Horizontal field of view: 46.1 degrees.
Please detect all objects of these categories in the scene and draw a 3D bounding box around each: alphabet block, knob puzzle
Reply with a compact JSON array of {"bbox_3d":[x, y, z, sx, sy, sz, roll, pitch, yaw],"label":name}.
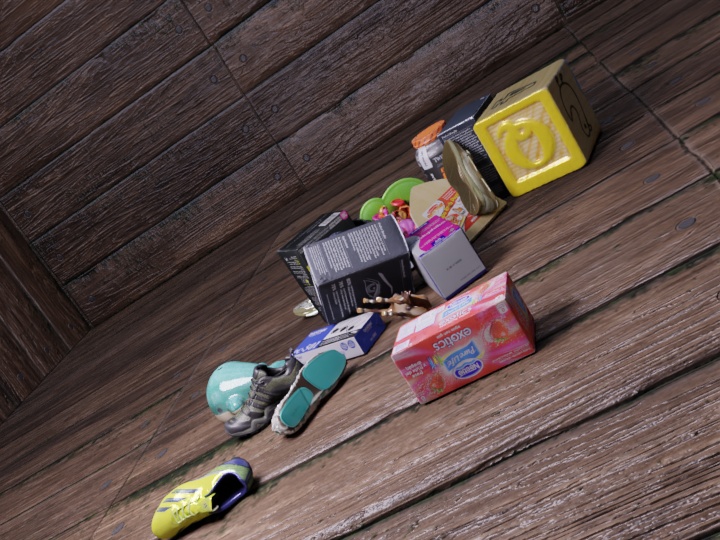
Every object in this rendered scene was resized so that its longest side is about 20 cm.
[{"bbox_3d":[0.394,-0.315,1.872,0.194,0.197,0.201,-25,17,36],"label":"alphabet block"},{"bbox_3d":[0.193,-0.133,1.868,0.214,0.031,0.223,-2,48,2],"label":"knob puzzle"}]

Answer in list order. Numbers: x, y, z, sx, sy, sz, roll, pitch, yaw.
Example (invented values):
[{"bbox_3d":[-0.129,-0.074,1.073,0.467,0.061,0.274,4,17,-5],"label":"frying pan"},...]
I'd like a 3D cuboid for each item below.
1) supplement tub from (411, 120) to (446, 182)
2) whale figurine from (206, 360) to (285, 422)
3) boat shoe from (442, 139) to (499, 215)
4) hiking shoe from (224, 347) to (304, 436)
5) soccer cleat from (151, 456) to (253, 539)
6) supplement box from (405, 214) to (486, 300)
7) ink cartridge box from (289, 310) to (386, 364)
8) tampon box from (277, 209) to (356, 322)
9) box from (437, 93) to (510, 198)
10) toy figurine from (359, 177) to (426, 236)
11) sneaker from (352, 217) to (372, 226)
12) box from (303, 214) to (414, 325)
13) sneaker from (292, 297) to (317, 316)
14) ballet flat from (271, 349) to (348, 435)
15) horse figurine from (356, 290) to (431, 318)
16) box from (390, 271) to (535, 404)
[{"bbox_3d":[0.213,-0.252,2.054,0.121,0.202,0.123,-31,15,9],"label":"supplement tub"},{"bbox_3d":[-0.231,0.225,1.717,0.198,0.105,0.160,-28,15,31],"label":"whale figurine"},{"bbox_3d":[0.239,-0.208,1.865,0.062,0.203,0.074,-9,-38,-21],"label":"boat shoe"},{"bbox_3d":[-0.187,0.231,1.611,0.198,0.102,0.076,-35,14,-3],"label":"hiking shoe"},{"bbox_3d":[-0.262,0.379,1.385,0.198,0.065,0.084,-34,17,2],"label":"soccer cleat"},{"bbox_3d":[0.158,-0.029,1.670,0.100,0.104,0.200,-35,13,-2],"label":"supplement box"},{"bbox_3d":[-0.049,0.144,1.691,0.198,0.045,0.094,-22,17,42],"label":"ink cartridge box"},{"bbox_3d":[-0.057,-0.006,1.874,0.149,0.202,0.126,-40,16,-20],"label":"tampon box"},{"bbox_3d":[0.289,-0.279,1.971,0.106,0.202,0.149,-22,18,36],"label":"box"},{"bbox_3d":[0.114,-0.117,1.963,0.195,0.154,0.184,-10,21,-13],"label":"toy figurine"},{"bbox_3d":[-0.001,-0.082,1.946,0.199,0.090,0.077,-16,47,58],"label":"sneaker"},{"bbox_3d":[0.000,0.000,1.700,0.196,0.149,0.106,-20,54,-6],"label":"box"},{"bbox_3d":[-0.089,0.035,2.041,0.198,0.089,0.077,-33,14,9],"label":"sneaker"},{"bbox_3d":[-0.099,0.221,1.529,0.071,0.072,0.200,-18,22,48],"label":"ballet flat"},{"bbox_3d":[0.079,0.065,1.590,0.130,0.051,0.199,0,-3,-21],"label":"horse figurine"},{"bbox_3d":[0.155,0.101,1.268,0.198,0.096,0.103,-29,15,21],"label":"box"}]
